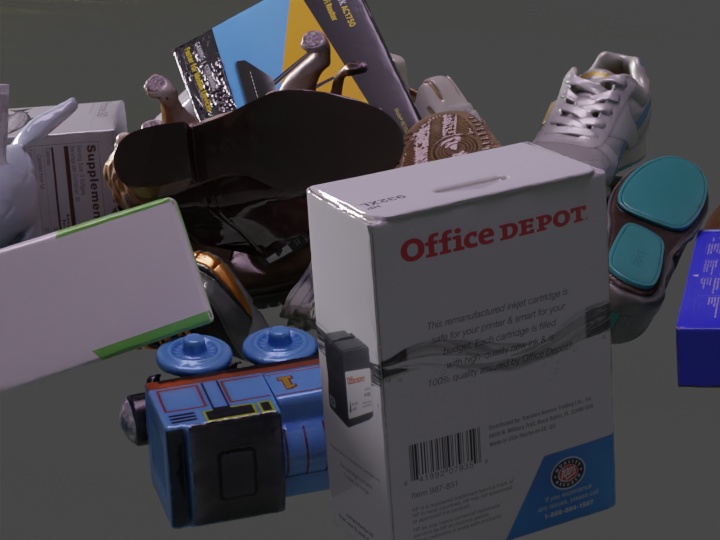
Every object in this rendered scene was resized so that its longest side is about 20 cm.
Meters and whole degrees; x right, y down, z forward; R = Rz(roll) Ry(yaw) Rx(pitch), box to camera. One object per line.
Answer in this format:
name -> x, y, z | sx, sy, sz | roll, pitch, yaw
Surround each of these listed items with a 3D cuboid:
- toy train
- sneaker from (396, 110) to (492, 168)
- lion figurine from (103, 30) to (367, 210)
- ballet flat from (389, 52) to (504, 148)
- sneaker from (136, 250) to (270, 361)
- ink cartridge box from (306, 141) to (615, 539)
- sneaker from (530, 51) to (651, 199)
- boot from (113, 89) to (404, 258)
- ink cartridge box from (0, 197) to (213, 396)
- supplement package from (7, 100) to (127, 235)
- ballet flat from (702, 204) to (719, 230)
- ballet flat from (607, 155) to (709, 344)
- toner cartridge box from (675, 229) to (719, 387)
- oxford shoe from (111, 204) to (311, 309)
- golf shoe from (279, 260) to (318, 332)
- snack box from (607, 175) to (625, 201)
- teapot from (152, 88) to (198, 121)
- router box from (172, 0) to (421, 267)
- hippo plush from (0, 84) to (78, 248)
toy train -> -0.038, 0.085, 1.219 | 0.200, 0.087, 0.114 | -8, 28, -15
sneaker -> 0.070, -0.009, 1.372 | 0.071, 0.113, 0.200 | -13, 43, 10
lion figurine -> -0.085, -0.091, 1.422 | 0.199, 0.123, 0.073 | -9, 59, 5
ballet flat -> 0.034, -0.122, 1.549 | 0.200, 0.065, 0.070 | 25, 31, 26
sneaker -> -0.132, 0.026, 1.440 | 0.077, 0.078, 0.200 | -43, 39, -20
ink cartridge box -> 0.056, 0.043, 1.129 | 0.145, 0.200, 0.084 | -13, 21, -25
sneaker -> 0.162, -0.104, 1.522 | 0.076, 0.081, 0.200 | 9, 22, 18
boot -> -0.046, -0.052, 1.336 | 0.186, 0.064, 0.200 | -1, -15, 13
ink cartridge box -> -0.197, 0.024, 1.301 | 0.145, 0.084, 0.200 | -19, 1, -22
supplement package -> -0.282, -0.061, 1.632 | 0.199, 0.118, 0.117 | -4, 16, -2
ballet flat -> 0.349, -0.064, 1.582 | 0.200, 0.073, 0.068 | -9, 19, -14
ballet flat -> 0.194, -0.015, 1.459 | 0.067, 0.064, 0.200 | 26, 35, 7
toner cartridge box -> 0.266, 0.022, 1.391 | 0.095, 0.043, 0.200 | 1, 20, 14
oxford shoe -> -0.102, -0.018, 1.527 | 0.200, 0.085, 0.073 | 5, 19, 20
golf shoe -> 0.000, 0.000, 1.370 | 0.078, 0.097, 0.200 | 15, -7, -11
snack box -> 0.096, -0.018, 1.507 | 0.168, 0.068, 0.200 | 7, 20, 26
teapot -> -0.077, -0.107, 1.697 | 0.200, 0.146, 0.197 | -45, 10, -14
router box -> -0.041, -0.117, 1.508 | 0.149, 0.051, 0.200 | -28, 50, 6
hippo plush -> -0.316, -0.030, 1.471 | 0.161, 0.201, 0.159 | 0, -4, 36
